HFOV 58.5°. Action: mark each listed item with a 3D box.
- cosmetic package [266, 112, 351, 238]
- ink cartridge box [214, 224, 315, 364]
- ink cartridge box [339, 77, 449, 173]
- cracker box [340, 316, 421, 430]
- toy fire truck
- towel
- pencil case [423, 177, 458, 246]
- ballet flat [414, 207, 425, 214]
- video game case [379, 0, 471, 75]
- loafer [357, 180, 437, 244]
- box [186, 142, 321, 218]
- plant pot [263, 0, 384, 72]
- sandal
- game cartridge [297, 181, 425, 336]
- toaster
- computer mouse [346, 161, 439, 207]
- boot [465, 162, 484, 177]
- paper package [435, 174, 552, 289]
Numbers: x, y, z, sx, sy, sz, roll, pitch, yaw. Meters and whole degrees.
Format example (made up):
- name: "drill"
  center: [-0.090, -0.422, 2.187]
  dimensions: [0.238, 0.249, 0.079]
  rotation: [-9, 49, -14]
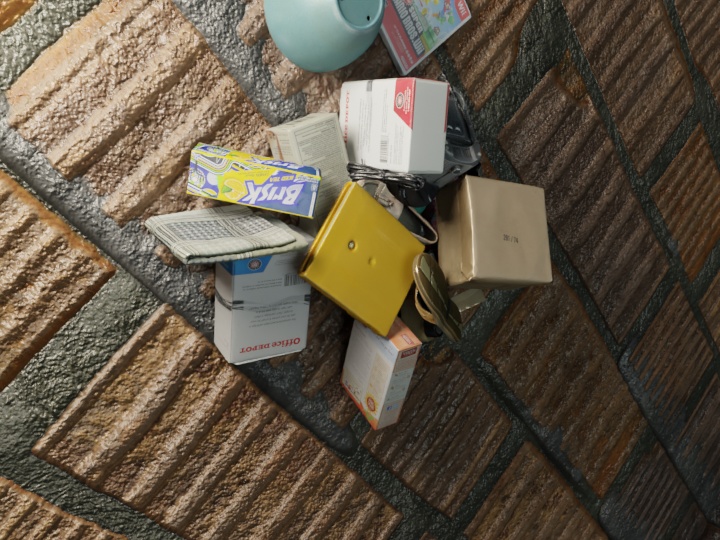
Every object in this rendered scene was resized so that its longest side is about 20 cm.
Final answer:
- name: "cosmetic package"
  center: [-0.075, -0.155, 1.094]
  dimensions: [0.102, 0.087, 0.203]
  rotation: [-25, 114, -29]
- name: "ink cartridge box"
  center: [-0.162, 0.037, 1.066]
  dimensions: [0.145, 0.086, 0.203]
  rotation: [-8, 117, -33]
- name: "ink cartridge box"
  center: [0.051, -0.245, 1.092]
  dimensions: [0.083, 0.199, 0.147]
  rotation: [-5, 105, -37]
- name: "cracker box"
  center: [0.033, 0.172, 1.181]
  dimensions: [0.057, 0.134, 0.202]
  rotation: [-12, 131, -31]
- name: "toy fire truck"
  center: [0.150, 0.035, 1.260]
  dimensions: [0.199, 0.127, 0.179]
  rotation: [-14, 97, -60]
- name: "towel"
  center: [-0.201, -0.060, 0.966]
  dimensions: [0.197, 0.192, 0.035]
  rotation: [-8, 113, -32]
- name: "pencil case"
  center: [0.171, -0.108, 1.283]
  dimensions: [0.087, 0.087, 0.203]
  rotation: [-30, 118, -25]
- name: "ballet flat"
  center: [0.036, -0.091, 1.199]
  dimensions: [0.198, 0.067, 0.069]
  rotation: [-30, 123, -24]
- name: "video game case"
  center: [0.113, -0.479, 1.188]
  dimensions: [0.200, 0.017, 0.144]
  rotation: [-44, 122, -18]
- name: "loafer"
  center: [0.065, -0.103, 1.127]
  dimensions: [0.199, 0.062, 0.073]
  rotation: [33, 76, -42]
- name: "box"
  center: [-0.162, -0.139, 0.994]
  dimensions: [0.197, 0.064, 0.071]
  rotation: [10, 111, -9]
- name: "plant pot"
  center: [-0.036, -0.425, 1.026]
  dimensions: [0.198, 0.134, 0.204]
  rotation: [-9, 107, -33]
- name: "sandal"
  center: [0.127, 0.056, 1.125]
  dimensions: [0.201, 0.053, 0.081]
  rotation: [58, 36, -39]
- name: "game cartridge"
  center: [0.010, -0.015, 1.057]
  dimensions: [0.200, 0.032, 0.178]
  rotation: [40, 71, -34]
- name: "toaster"
  center: [0.126, -0.244, 1.157]
  dimensions: [0.112, 0.129, 0.203]
  rotation: [3, 64, -36]
- name: "computer mouse"
  center: [0.050, -0.136, 1.047]
  dimensions: [0.200, 0.138, 0.047]
  rotation: [-8, 111, -75]
- name: "boot"
  center: [0.238, -0.110, 1.292]
  dimensions: [0.131, 0.067, 0.202]
  rotation: [48, 38, -41]
- name: "paper package"
  center: [0.244, -0.064, 1.184]
  dimensions: [0.197, 0.103, 0.194]
  rotation: [4, 79, -31]
